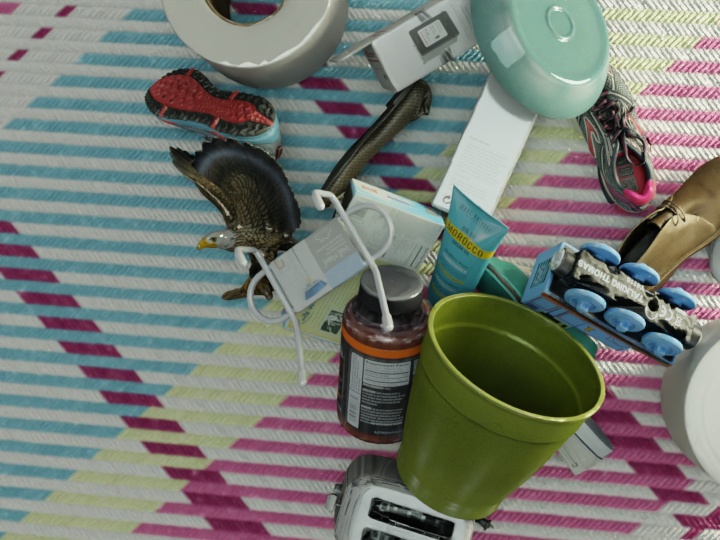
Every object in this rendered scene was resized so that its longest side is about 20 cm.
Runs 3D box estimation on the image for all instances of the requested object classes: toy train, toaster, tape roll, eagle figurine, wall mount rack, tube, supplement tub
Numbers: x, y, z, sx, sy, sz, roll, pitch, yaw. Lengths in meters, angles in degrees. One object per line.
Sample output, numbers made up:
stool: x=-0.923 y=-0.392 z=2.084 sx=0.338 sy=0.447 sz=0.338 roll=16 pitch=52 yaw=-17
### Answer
toy train: x=0.286 y=0.038 z=1.173 sx=0.200 sy=0.114 sz=0.087 roll=28 pitch=69 yaw=-13
toaster: x=0.058 y=0.295 z=1.217 sx=0.200 sy=0.129 sz=0.114 roll=18 pitch=93 yaw=5
tape roll: x=0.453 y=0.152 z=1.174 sx=0.202 sy=0.139 sz=0.203 roll=0 pitch=90 yaw=6
eagle figurine: x=-0.139 y=-0.064 z=1.224 sx=0.152 sy=0.151 sz=0.200 roll=-11 pitch=96 yaw=16
wall mount rack: x=-0.044 y=0.018 z=1.118 sx=0.200 sy=0.075 sz=0.174 roll=-35 pitch=78 yaw=20
tube: x=0.117 y=-0.019 z=1.173 sx=0.077 sy=0.200 sz=0.050 roll=37 pitch=62 yaw=14
supplement tub: x=0.029 y=0.094 z=1.191 sx=0.107 sy=0.107 sz=0.200 roll=8 pitch=123 yaw=5
tape roll: x=-0.121 y=-0.325 z=1.221 sx=0.202 sy=0.139 sz=0.203 roll=0 pitch=90 yaw=5

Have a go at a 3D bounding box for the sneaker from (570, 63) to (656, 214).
sneaker: x=0.301 y=-0.166 z=1.220 sx=0.081 sy=0.075 sz=0.200 roll=-24 pitch=87 yaw=5

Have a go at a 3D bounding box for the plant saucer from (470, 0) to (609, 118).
plant saucer: x=0.211 y=-0.268 z=1.151 sx=0.200 sy=0.036 sz=0.200 roll=10 pitch=71 yaw=-31

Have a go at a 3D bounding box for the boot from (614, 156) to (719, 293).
boot: x=0.371 y=-0.059 z=1.206 sx=0.200 sy=0.075 sz=0.074 roll=-50 pitch=56 yaw=2

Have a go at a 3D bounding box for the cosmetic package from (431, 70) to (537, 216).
cosmetic package: x=0.155 y=-0.151 z=1.221 sx=0.071 sy=0.101 sz=0.200 roll=24 pitch=93 yaw=5

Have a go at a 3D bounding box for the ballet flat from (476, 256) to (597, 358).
ballet flat: x=0.208 y=0.041 z=1.242 sx=0.070 sy=0.067 sz=0.200 roll=-40 pitch=86 yaw=-20

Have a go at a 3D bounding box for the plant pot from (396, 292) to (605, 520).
plant pot: x=0.130 y=0.161 z=1.130 sx=0.200 sy=0.200 sz=0.193 roll=27 pitch=120 yaw=5

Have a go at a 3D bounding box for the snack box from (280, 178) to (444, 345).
snack box: x=0.000 y=0.000 z=1.208 sx=0.116 sy=0.037 sz=0.200 roll=19 pitch=119 yaw=-20

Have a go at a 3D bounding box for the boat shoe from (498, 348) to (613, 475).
boat shoe: x=0.202 y=0.165 z=1.238 sx=0.086 sy=0.075 sz=0.202 roll=-43 pitch=93 yaw=14

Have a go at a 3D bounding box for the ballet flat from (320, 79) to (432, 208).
ballet flat: x=0.018 y=-0.148 z=1.258 sx=0.046 sy=0.067 sz=0.200 roll=40 pitch=89 yaw=-13

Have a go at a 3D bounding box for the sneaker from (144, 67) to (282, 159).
sneaker: x=-0.180 y=-0.175 z=1.264 sx=0.200 sy=0.096 sz=0.079 roll=27 pitch=65 yaw=29

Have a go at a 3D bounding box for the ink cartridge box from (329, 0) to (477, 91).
ink cartridge box: x=0.069 y=-0.267 z=1.210 sx=0.200 sy=0.116 sz=0.067 roll=-31 pitch=104 yaw=0

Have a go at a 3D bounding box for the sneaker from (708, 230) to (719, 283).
sneaker: x=0.478 y=-0.065 z=1.197 sx=0.074 sy=0.087 sz=0.200 roll=38 pitch=95 yaw=2
